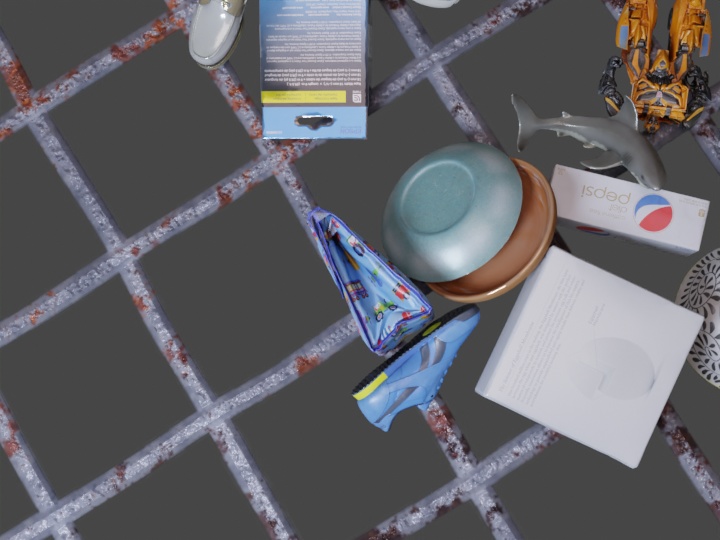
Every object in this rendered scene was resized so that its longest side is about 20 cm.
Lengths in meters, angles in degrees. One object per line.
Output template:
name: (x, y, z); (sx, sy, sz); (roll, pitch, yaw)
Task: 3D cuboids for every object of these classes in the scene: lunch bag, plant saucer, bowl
lunch bag: (0.000, 0.000, 1.290); (0.094, 0.151, 0.200); (-36, 82, 0)
plant saucer: (0.160, -0.048, 1.297); (0.200, 0.037, 0.200); (-20, 54, 29)
bowl: (0.498, 0.056, 1.271); (0.200, 0.094, 0.201); (-1, 82, 5)
plant saucer: (0.104, -0.084, 1.299); (0.201, 0.039, 0.201); (-16, 57, 27)

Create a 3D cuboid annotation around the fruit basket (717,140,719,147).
fruit basket: (0.544, -0.239, 1.269); (0.094, 0.185, 0.200); (24, 88, -27)

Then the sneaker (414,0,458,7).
sneaker: (0.046, -0.407, 1.373); (0.200, 0.080, 0.078); (8, 84, 6)

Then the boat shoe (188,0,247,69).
boat shoe: (-0.187, -0.375, 1.394); (0.075, 0.068, 0.200); (17, 85, 7)

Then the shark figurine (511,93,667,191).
shark figurine: (0.305, -0.185, 1.306); (0.214, 0.090, 0.128); (25, 41, 20)

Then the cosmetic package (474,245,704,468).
cosmetic package: (0.274, 0.103, 1.262); (0.200, 0.123, 0.200); (26, 87, 1)

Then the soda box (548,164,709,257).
soda box: (0.336, -0.076, 1.316); (0.200, 0.064, 0.068); (14, 85, 6)

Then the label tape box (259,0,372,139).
label tape box: (-0.058, -0.276, 1.368); (0.144, 0.063, 0.200); (1, 99, 5)

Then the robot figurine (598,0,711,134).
robot figurine: (0.389, -0.278, 1.338); (0.145, 0.058, 0.200); (6, 83, 7)

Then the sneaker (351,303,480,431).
sneaker: (0.085, 0.124, 1.317); (0.200, 0.066, 0.078); (-40, 93, 0)
